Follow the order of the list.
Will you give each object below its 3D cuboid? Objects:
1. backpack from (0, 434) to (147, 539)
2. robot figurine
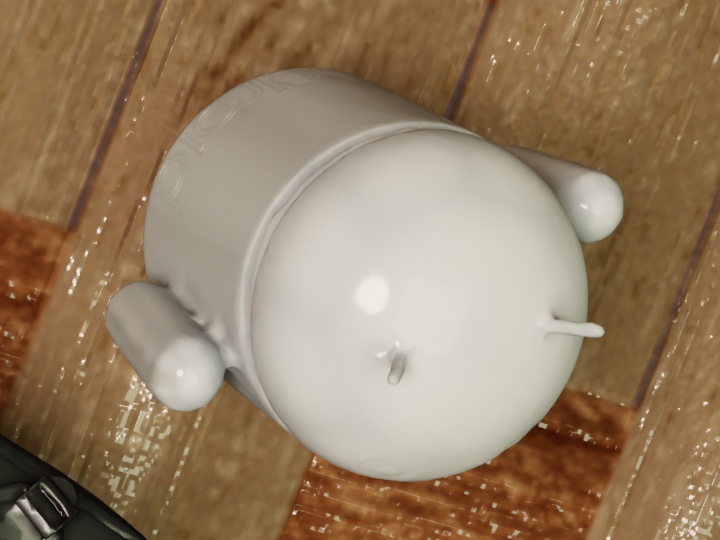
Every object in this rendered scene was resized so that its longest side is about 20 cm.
[{"bbox_3d":[-0.188,0.131,0.911,0.163,0.154,0.200,33,73,-18],"label":"backpack"},{"bbox_3d":[0.000,0.000,0.937,0.170,0.200,0.113,-25,114,-17],"label":"robot figurine"}]
